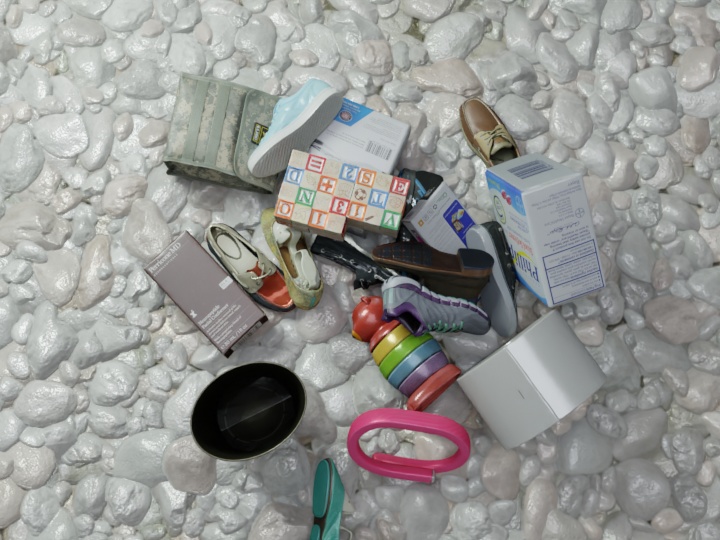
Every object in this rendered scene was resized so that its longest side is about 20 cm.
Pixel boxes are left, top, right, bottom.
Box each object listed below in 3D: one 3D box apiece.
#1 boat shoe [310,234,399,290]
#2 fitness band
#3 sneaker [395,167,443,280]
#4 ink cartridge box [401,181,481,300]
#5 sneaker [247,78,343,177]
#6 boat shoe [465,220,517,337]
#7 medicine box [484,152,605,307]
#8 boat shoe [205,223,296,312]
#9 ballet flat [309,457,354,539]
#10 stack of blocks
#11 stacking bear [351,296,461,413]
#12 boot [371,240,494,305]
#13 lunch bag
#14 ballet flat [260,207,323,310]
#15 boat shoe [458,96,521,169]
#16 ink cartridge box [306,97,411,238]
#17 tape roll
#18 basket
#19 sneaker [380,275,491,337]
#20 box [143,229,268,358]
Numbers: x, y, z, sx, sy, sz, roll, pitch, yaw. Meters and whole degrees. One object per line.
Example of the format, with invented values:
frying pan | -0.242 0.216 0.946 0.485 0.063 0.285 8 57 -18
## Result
boat shoe | 0.000 -0.001 1.627 0.199 0.075 0.066 37 83 5
fitness band | 0.077 0.282 1.549 0.199 0.144 0.038 8 44 -1
sneaker | 0.102 -0.076 1.644 0.081 0.073 0.201 3 82 -6
ink cartridge box | 0.162 -0.047 1.629 0.095 0.037 0.200 -49 114 -17
sneaker | -0.122 -0.240 1.607 0.200 0.074 0.082 -43 59 -9
boat shoe | 0.234 0.013 1.621 0.056 0.069 0.201 -24 104 -28
medicine box | 0.296 -0.070 1.558 0.102 0.182 0.201 -19 110 -6
boat shoe | -0.183 -0.005 1.627 0.200 0.063 0.071 44 80 4
ballet flat | -0.046 0.408 1.567 0.070 0.067 0.201 12 79 -24
stack of blocks | -0.029 -0.111 1.564 0.199 0.059 0.116 15 80 3
stacking bear | 0.061 0.129 1.593 0.114 0.121 0.200 -40 76 -6
boot | 0.113 0.013 1.578 0.199 0.097 0.075 7 36 -2
lunch bag | -0.222 -0.229 1.639 0.199 0.118 0.165 11 80 -6
ballet flat | -0.110 -0.032 1.615 0.070 0.071 0.201 -20 70 -5
boat shoe | 0.239 -0.214 1.671 0.075 0.074 0.201 -28 82 -7
ink cartridge box | -0.019 -0.177 1.649 0.146 0.086 0.201 23 82 3
tape roll | 0.273 0.174 1.542 0.202 0.203 0.139 -35 84 -7
basket | -0.169 0.225 1.518 0.180 0.200 0.136 -26 81 -7
sneaker | 0.119 0.084 1.561 0.199 0.074 0.088 21 54 -16
box | -0.257 0.039 1.612 0.100 0.075 0.200 -44 83 -8
